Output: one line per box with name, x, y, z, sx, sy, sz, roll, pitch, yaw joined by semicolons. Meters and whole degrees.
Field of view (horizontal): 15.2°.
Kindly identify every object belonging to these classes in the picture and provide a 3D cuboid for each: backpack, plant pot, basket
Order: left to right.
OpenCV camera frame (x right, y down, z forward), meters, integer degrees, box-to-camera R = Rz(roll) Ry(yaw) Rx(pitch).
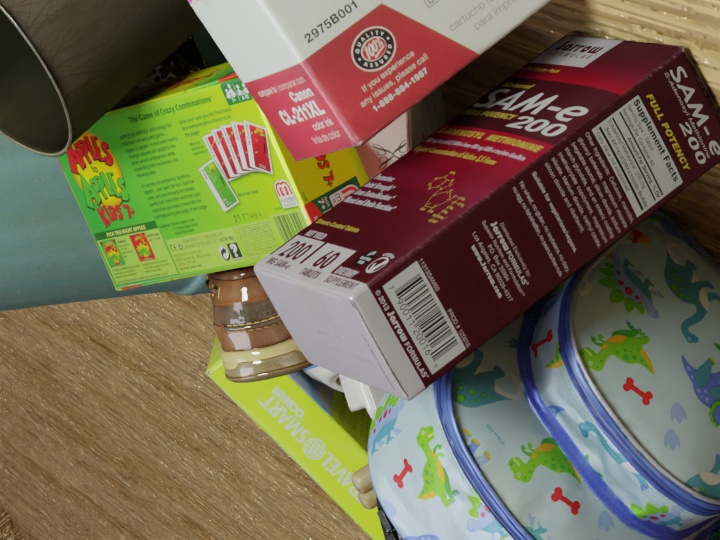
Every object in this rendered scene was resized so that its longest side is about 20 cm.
plant pot;-0.172;-0.064;1.679;0.200;0.196;0.201;38;134;55
basket;-0.134;-0.176;1.443;0.180;0.200;0.136;28;149;45
backpack;0.112;0.076;1.316;0.183;0.200;0.147;51;139;-1

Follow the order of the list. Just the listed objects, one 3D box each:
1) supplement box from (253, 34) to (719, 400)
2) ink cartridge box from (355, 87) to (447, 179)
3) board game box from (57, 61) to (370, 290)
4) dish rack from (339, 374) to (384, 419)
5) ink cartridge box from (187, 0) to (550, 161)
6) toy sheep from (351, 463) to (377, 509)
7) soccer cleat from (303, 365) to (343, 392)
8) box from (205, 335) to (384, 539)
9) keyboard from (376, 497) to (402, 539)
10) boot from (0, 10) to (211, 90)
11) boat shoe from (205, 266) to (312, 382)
supplement box;0.061;-0.029;1.241;0.061;0.200;0.109;60;161;-21
ink cartridge box;0.021;-0.049;1.412;0.200;0.043;0.174;75;-167;-51
board game box;-0.081;-0.053;1.439;0.200;0.048;0.102;-9;107;52
dish rack;0.000;0.000;1.539;0.172;0.043;0.201;-23;-85;-80
ink cartridge box;-0.018;-0.175;1.250;0.200;0.146;0.083;55;161;-11
toy sheep;0.073;0.135;1.656;0.200;0.138;0.138;57;164;13
soccer cleat;-0.018;0.018;1.783;0.086;0.070;0.200;33;162;27
box;-0.037;0.096;1.892;0.200;0.048;0.122;46;-171;-9
keyboard;0.088;0.137;1.540;0.200;0.021;0.127;-42;70;40
boot;-0.106;-0.153;1.567;0.203;0.154;0.073;28;158;-18
boat shoe;-0.054;0.002;1.548;0.200;0.072;0.068;-96;-7;-74
